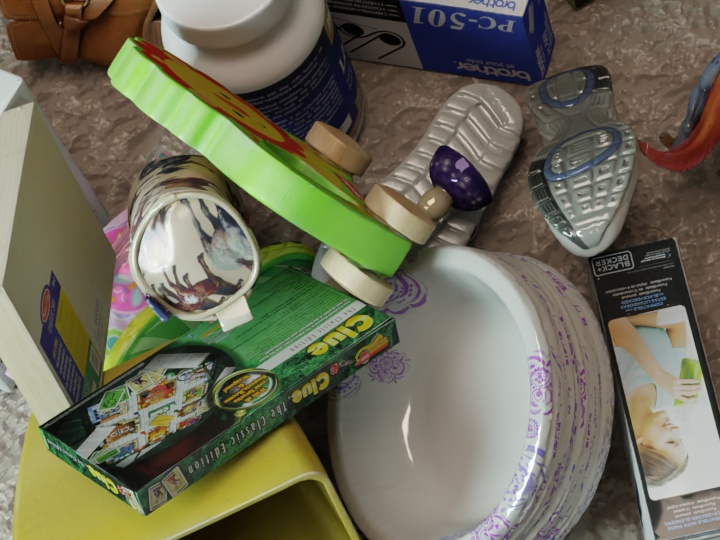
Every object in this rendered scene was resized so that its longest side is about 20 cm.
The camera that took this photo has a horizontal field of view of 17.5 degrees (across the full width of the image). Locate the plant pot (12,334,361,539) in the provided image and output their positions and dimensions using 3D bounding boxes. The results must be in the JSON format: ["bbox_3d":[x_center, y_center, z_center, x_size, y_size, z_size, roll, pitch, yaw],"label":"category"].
[{"bbox_3d":[-0.109,0.159,1.471,0.199,0.201,0.177,-25,47,0],"label":"plant pot"}]

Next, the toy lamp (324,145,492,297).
[{"bbox_3d":[0.000,0.000,1.537,0.058,0.058,0.200,38,75,27],"label":"toy lamp"}]

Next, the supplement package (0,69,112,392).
[{"bbox_3d":[-0.294,-0.045,1.605,0.151,0.200,0.151,22,70,23],"label":"supplement package"}]

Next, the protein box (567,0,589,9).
[{"bbox_3d":[0.143,-0.336,1.645,0.134,0.200,0.199,-31,61,-3],"label":"protein box"}]

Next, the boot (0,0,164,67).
[{"bbox_3d":[-0.191,-0.236,1.688,0.154,0.201,0.077,-1,40,6],"label":"boot"}]

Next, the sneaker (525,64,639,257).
[{"bbox_3d":[0.153,-0.060,1.529,0.074,0.088,0.200,-14,28,12],"label":"sneaker"}]

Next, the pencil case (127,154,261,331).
[{"bbox_3d":[-0.106,-0.021,1.466,0.077,0.200,0.090,-18,102,-3],"label":"pencil case"}]

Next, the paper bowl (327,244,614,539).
[{"bbox_3d":[0.078,0.089,1.471,0.200,0.104,0.203,-9,78,47],"label":"paper bowl"}]

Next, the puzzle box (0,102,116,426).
[{"bbox_3d":[-0.196,0.003,1.459,0.025,0.134,0.201,-16,35,11],"label":"puzzle box"}]

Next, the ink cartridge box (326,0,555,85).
[{"bbox_3d":[0.033,-0.185,1.657,0.198,0.094,0.045,10,66,19],"label":"ink cartridge box"}]

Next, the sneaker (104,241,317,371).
[{"bbox_3d":[-0.094,0.050,1.558,0.199,0.074,0.084,-30,68,-26],"label":"sneaker"}]

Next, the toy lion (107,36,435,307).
[{"bbox_3d":[-0.067,-0.076,1.457,0.069,0.191,0.200,-55,28,7],"label":"toy lion"}]

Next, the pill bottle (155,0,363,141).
[{"bbox_3d":[-0.071,-0.151,1.604,0.115,0.200,0.117,-5,63,11],"label":"pill bottle"}]

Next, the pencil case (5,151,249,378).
[{"bbox_3d":[-0.163,0.015,1.610,0.087,0.088,0.200,31,73,25],"label":"pencil case"}]

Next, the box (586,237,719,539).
[{"bbox_3d":[0.193,0.097,1.462,0.060,0.117,0.201,-12,60,3],"label":"box"}]

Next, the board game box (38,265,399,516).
[{"bbox_3d":[-0.083,0.068,1.395,0.199,0.024,0.104,-33,35,-27],"label":"board game box"}]

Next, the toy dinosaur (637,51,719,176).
[{"bbox_3d":[0.286,-0.138,1.546,0.105,0.200,0.182,33,106,10],"label":"toy dinosaur"}]

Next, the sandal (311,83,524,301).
[{"bbox_3d":[0.046,-0.039,1.608,0.082,0.050,0.203,39,73,10],"label":"sandal"}]
